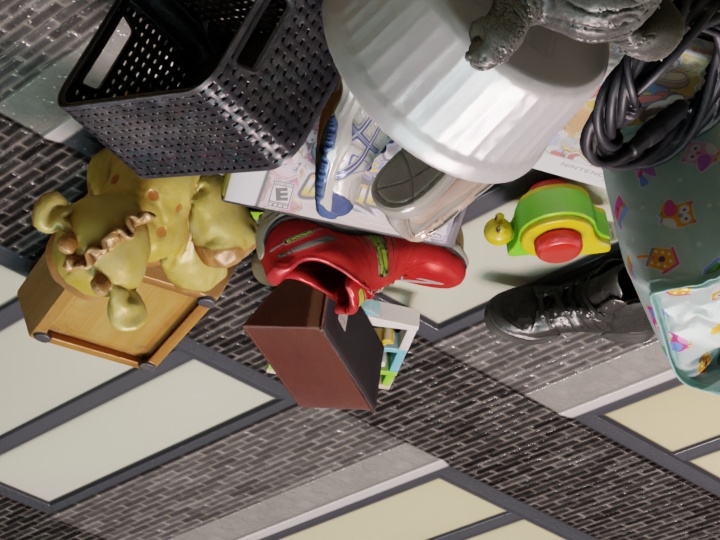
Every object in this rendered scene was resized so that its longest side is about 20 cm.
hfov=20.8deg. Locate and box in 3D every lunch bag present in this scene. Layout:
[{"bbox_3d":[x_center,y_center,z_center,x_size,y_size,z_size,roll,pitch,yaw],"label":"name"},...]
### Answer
[{"bbox_3d":[0.279,-0.010,1.592,0.122,0.170,0.200,-19,144,10],"label":"lunch bag"}]

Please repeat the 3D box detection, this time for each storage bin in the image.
[{"bbox_3d":[-0.113,-0.150,1.443,0.200,0.135,0.094,-1,145,50],"label":"storage bin"}]

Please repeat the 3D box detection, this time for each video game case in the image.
[{"bbox_3d":[0.238,-0.124,1.600,0.182,0.023,0.200,15,147,-16],"label":"video game case"},{"bbox_3d":[0.005,-0.115,1.571,0.200,0.026,0.181,12,121,-10],"label":"video game case"}]

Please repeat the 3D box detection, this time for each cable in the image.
[{"bbox_3d":[0.222,-0.139,1.440,0.163,0.051,0.200,-46,159,21],"label":"cable"}]

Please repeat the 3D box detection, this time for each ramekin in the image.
[{"bbox_3d":[0.081,-0.170,1.389,0.200,0.201,0.098,23,136,-27],"label":"ramekin"}]

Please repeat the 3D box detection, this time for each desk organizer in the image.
[{"bbox_3d":[-0.041,0.063,1.819,0.077,0.072,0.200,1,155,16],"label":"desk organizer"}]

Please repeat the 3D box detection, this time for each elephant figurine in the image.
[{"bbox_3d":[0.170,-0.203,1.309,0.155,0.200,0.141,-17,142,32],"label":"elephant figurine"}]

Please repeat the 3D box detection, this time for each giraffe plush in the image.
[{"bbox_3d":[-0.192,-0.032,1.627,0.173,0.162,0.200,34,144,9],"label":"giraffe plush"}]

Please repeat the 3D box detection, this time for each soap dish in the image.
[{"bbox_3d":[-0.218,0.014,1.834,0.157,0.081,0.200,18,145,-21],"label":"soap dish"}]

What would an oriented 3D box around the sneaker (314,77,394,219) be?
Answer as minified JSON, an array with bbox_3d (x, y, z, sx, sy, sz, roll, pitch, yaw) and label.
[{"bbox_3d":[0.017,-0.122,1.509,0.088,0.075,0.200,9,122,-10],"label":"sneaker"}]

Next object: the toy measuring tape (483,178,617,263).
[{"bbox_3d":[0.206,-0.047,1.695,0.200,0.074,0.074,-6,148,0],"label":"toy measuring tape"}]

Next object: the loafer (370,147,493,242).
[{"bbox_3d":[0.097,-0.100,1.525,0.200,0.072,0.063,-38,140,-5],"label":"loafer"}]

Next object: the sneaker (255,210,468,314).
[{"bbox_3d":[0.000,0.000,1.671,0.200,0.085,0.077,10,152,-25],"label":"sneaker"}]

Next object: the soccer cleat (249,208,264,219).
[{"bbox_3d":[-0.035,-0.083,1.650,0.200,0.068,0.081,-22,169,38],"label":"soccer cleat"}]

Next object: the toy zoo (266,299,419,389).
[{"bbox_3d":[-0.018,0.065,1.926,0.131,0.020,0.200,8,155,-5],"label":"toy zoo"}]

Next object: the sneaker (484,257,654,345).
[{"bbox_3d":[0.220,0.023,1.812,0.200,0.060,0.104,3,150,-7],"label":"sneaker"}]

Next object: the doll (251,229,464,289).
[{"bbox_3d":[-0.008,-0.013,1.790,0.200,0.049,0.136,-10,156,23],"label":"doll"}]
